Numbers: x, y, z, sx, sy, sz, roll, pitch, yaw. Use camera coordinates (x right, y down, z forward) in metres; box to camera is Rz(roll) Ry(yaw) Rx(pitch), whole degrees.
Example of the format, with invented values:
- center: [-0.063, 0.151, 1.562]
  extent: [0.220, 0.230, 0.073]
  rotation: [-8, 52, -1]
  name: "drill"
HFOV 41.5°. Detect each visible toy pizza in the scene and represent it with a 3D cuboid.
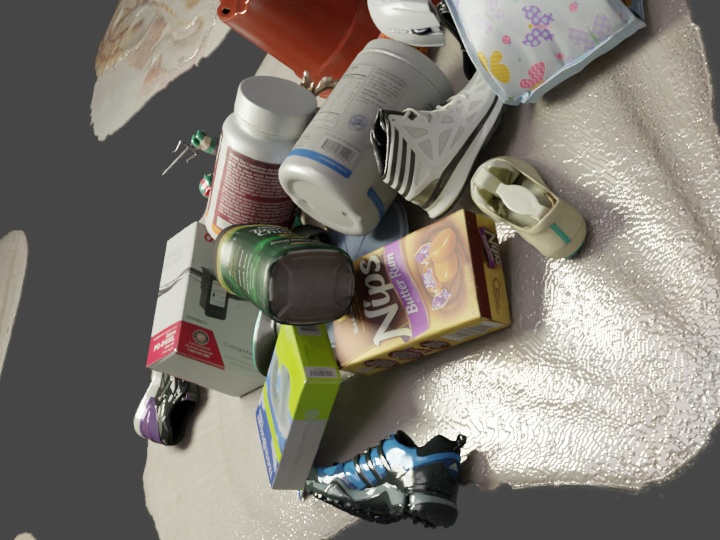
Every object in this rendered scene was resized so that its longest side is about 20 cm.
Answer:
- center: [0.000, 0.000, 1.154]
  extent: [0.200, 0.032, 0.201]
  rotation: [-35, 43, 42]
  name: "toy pizza"

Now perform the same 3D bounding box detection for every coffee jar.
- center: [-0.092, -0.001, 1.054]
  extent: [0.200, 0.104, 0.086]
  rotation: [21, 111, 61]
  name: "coffee jar"

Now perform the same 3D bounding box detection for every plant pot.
- center: [-0.088, -0.381, 1.373]
  extent: [0.201, 0.195, 0.201]
  rotation: [-33, 45, 41]
  name: "plant pot"

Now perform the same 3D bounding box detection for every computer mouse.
- center: [0.068, -0.290, 1.129]
  extent: [0.044, 0.110, 0.200]
  rotation: [-46, 46, -11]
  name: "computer mouse"

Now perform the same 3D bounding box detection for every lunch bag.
- center: [0.185, -0.290, 0.979]
  extent: [0.169, 0.127, 0.201]
  rotation: [-34, 69, 40]
  name: "lunch bag"

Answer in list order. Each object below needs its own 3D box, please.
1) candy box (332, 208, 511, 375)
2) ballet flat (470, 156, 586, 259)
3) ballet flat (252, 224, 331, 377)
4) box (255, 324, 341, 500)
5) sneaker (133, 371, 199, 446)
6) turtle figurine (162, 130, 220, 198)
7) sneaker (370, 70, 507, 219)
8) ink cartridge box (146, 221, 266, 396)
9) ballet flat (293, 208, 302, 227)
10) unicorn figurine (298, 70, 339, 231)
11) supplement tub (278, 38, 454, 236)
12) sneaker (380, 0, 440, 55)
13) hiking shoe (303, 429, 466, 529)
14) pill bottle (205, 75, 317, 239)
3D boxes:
- center: [0.056, 0.028, 0.996]
  extent: [0.200, 0.056, 0.117]
  rotation: [-26, 61, 40]
  name: "candy box"
- center: [0.152, -0.077, 0.949]
  extent: [0.070, 0.069, 0.200]
  rotation: [-60, 32, 10]
  name: "ballet flat"
- center: [-0.080, 0.033, 1.166]
  extent: [0.068, 0.068, 0.201]
  rotation: [-5, 66, 45]
  name: "ballet flat"
- center: [-0.076, 0.155, 1.088]
  extent: [0.122, 0.047, 0.200]
  rotation: [-110, 31, -48]
  name: "box"
- center: [-0.264, 0.163, 1.419]
  extent: [0.087, 0.076, 0.201]
  rotation: [9, 81, 42]
  name: "sneaker"
- center: [-0.164, -0.159, 1.300]
  extent: [0.200, 0.101, 0.150]
  rotation: [-31, 3, 1]
  name: "turtle figurine"
- center: [0.083, -0.167, 1.030]
  extent: [0.201, 0.115, 0.076]
  rotation: [-64, 14, -20]
  name: "sneaker"
- center: [-0.197, 0.052, 1.302]
  extent: [0.083, 0.145, 0.201]
  rotation: [-29, 47, 44]
  name: "ink cartridge box"
- center: [-0.116, -0.076, 1.332]
  extent: [0.200, 0.068, 0.068]
  rotation: [-99, 31, -42]
  name: "ballet flat"
- center: [-0.046, -0.160, 1.248]
  extent: [0.137, 0.200, 0.074]
  rotation: [-34, 19, 16]
  name: "unicorn figurine"
- center: [0.008, -0.153, 1.107]
  extent: [0.132, 0.132, 0.200]
  rotation: [6, 58, 57]
  name: "supplement tub"
- center: [0.053, -0.285, 1.243]
  extent: [0.201, 0.073, 0.077]
  rotation: [-67, 11, -9]
  name: "sneaker"
- center: [0.027, 0.206, 0.958]
  extent: [0.200, 0.074, 0.087]
  rotation: [-6, 58, 44]
  name: "hiking shoe"
- center: [-0.121, -0.130, 1.177]
  extent: [0.114, 0.114, 0.200]
  rotation: [-110, 31, -48]
  name: "pill bottle"
